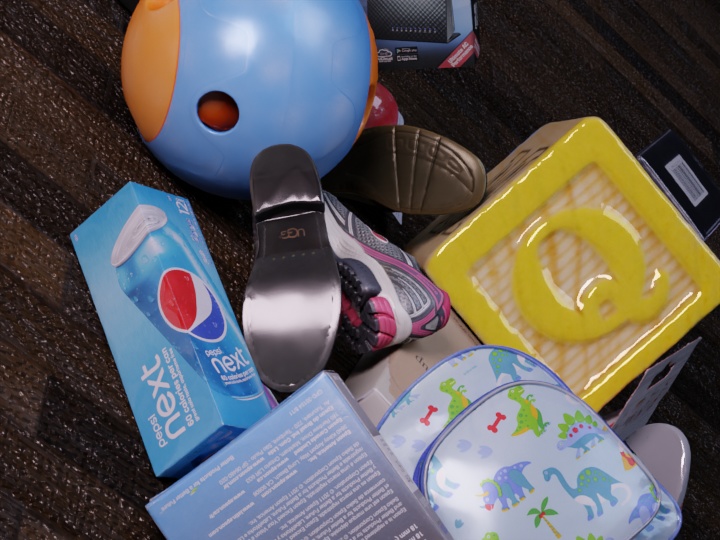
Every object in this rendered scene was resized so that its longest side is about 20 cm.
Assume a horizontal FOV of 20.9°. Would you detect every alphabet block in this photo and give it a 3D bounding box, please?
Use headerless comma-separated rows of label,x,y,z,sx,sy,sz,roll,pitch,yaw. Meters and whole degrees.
alphabet block,0.171,-0.001,1.670,0.196,0.196,0.200,48,-2,-4

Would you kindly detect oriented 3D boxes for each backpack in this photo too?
backpack,0.101,0.155,1.332,0.200,0.183,0.147,46,-19,18

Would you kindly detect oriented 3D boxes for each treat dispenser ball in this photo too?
treat dispenser ball,-0.086,-0.156,1.508,0.201,0.201,0.202,39,28,-25

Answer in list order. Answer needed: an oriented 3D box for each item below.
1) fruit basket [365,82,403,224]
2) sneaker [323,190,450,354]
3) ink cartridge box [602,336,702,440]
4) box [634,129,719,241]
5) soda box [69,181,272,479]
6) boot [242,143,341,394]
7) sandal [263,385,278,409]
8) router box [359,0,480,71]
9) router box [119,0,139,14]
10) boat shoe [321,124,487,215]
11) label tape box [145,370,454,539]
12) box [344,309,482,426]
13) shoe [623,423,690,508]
fruit basket,-0.022,-0.159,1.786,0.201,0.093,0.186,56,20,-31
sneaker,0.000,0.000,1.535,0.074,0.081,0.200,-8,36,-23
ink cartridge box,0.190,0.137,1.590,0.050,0.201,0.161,33,20,17
box,0.243,-0.029,1.898,0.105,0.200,0.148,52,26,2
soda box,-0.128,0.042,1.329,0.064,0.068,0.201,16,43,-52
boot,-0.047,0.020,1.431,0.174,0.069,0.202,89,0,-66
sandal,-0.050,0.120,1.379,0.203,0.050,0.082,52,26,-2
router box,-0.003,-0.243,1.604,0.062,0.198,0.151,-82,168,-59
router box,-0.154,-0.267,1.713,0.149,0.051,0.201,45,26,-20
boat shoe,0.019,-0.086,1.639,0.066,0.199,0.072,3,94,-66
label tape box,-0.019,0.186,1.225,0.201,0.144,0.063,54,1,6
box,0.037,0.106,1.514,0.095,0.078,0.200,49,25,-7
shoe,0.226,0.221,1.578,0.071,0.202,0.091,21,3,32
